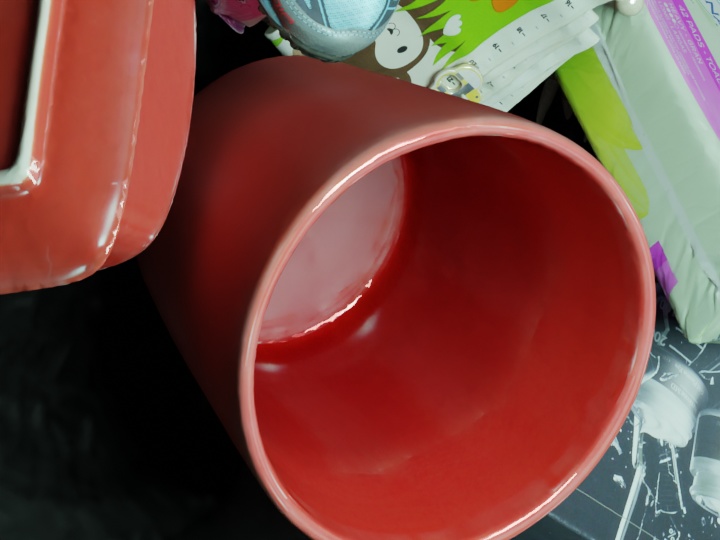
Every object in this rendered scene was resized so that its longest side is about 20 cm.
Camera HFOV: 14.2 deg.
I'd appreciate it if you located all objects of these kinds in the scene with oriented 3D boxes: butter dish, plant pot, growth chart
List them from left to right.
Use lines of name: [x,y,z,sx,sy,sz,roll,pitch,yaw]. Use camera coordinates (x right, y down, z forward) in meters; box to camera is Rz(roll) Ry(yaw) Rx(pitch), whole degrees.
butter dish: [-0.139,-0.067,1.205,0.148,0.199,0.201,29,61,-53]
plant pot: [0.000,0.000,1.242,0.199,0.177,0.202,-12,117,-24]
growth chart: [0.028,-0.101,1.315,0.144,0.200,0.018,29,32,-32]

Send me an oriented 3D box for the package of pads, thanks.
package of pads: [0.178,-0.059,1.368,0.154,0.068,0.201,4,55,-48]

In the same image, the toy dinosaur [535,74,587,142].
toy dinosaur: [0.075,-0.169,1.430,0.200,0.077,0.103,45,40,-27]

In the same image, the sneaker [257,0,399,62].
sneaker: [0.010,-0.184,1.163,0.079,0.095,0.201,18,81,-23]

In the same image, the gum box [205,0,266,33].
gum box: [-0.025,-0.209,1.237,0.113,0.066,0.200,45,71,-19]

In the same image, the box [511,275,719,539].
box: [0.149,0.086,1.404,0.200,0.104,0.183,32,62,-25]

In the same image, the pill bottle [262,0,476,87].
pill bottle: [-0.024,-0.171,1.339,0.200,0.112,0.112,39,58,-21]
